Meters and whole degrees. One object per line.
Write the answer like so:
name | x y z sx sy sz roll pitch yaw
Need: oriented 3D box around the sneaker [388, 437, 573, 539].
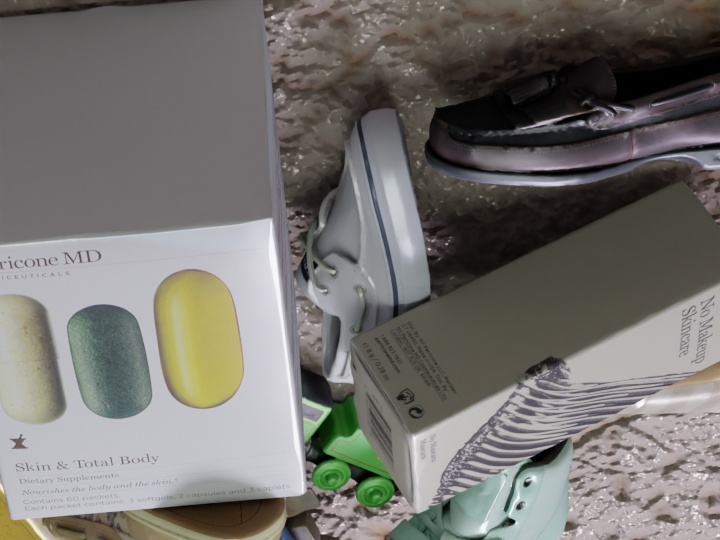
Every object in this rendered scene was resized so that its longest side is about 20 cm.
sneaker | 0.041 0.145 1.511 0.200 0.074 0.119 -37 149 -33

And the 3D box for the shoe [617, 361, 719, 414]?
shoe | 0.139 0.056 1.479 0.199 0.070 0.054 -3 130 -7

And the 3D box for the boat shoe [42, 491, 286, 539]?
boat shoe | -0.104 0.123 1.420 0.073 0.200 0.063 -21 113 -32

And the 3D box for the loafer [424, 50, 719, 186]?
loafer | 0.128 -0.084 1.340 0.199 0.072 0.063 -4 118 -11

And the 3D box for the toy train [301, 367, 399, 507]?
toy train | -0.050 0.076 1.504 0.199 0.042 0.056 23 120 -28

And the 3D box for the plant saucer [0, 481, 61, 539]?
plant saucer | -0.245 0.146 1.551 0.199 0.049 0.200 -18 136 14

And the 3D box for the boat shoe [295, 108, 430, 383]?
boat shoe | 0.000 0.000 1.399 0.066 0.074 0.201 -9 138 -1

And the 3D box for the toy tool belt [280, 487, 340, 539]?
toy tool belt | -0.062 0.176 1.547 0.122 0.125 0.200 -11 140 24

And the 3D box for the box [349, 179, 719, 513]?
box | 0.096 0.038 1.400 0.199 0.069 0.082 -26 147 -13

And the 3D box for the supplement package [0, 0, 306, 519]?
supplement package | -0.110 -0.004 1.326 0.151 0.151 0.201 -5 138 0
